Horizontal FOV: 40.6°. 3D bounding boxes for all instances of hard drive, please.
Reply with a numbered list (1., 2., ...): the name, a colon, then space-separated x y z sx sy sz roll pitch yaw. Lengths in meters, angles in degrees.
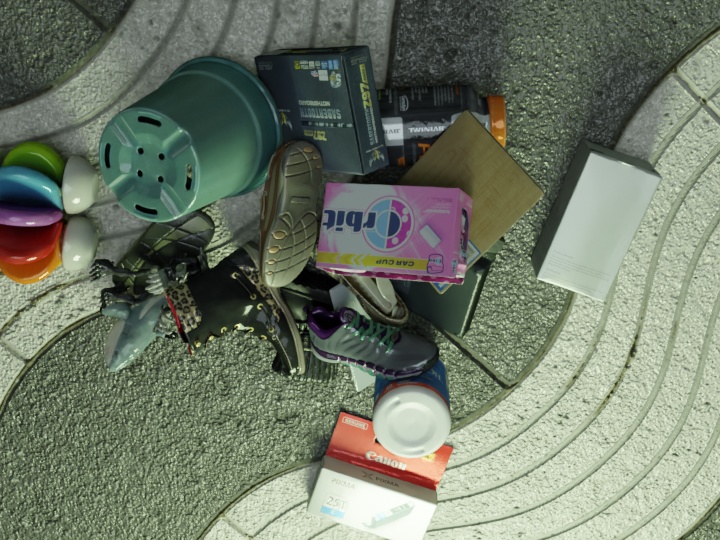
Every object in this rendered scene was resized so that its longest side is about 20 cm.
1. hard drive: 0.079 -0.002 1.384 0.199 0.033 0.140 30 135 18

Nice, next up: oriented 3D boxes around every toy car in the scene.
1. toy car: -0.473 -0.077 1.385 0.173 0.150 0.202 7 111 0

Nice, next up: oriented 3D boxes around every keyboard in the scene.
1. keyboard: -0.003 0.095 1.459 0.056 0.011 0.201 -28 127 -19

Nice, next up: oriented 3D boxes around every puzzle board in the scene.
1. puzzle board: 0.125 -0.089 1.293 0.151 0.017 0.200 48 115 9

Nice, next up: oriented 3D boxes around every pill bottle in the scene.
1. pill bottle: 0.075 0.176 1.426 0.111 0.200 0.113 1 111 2
2. pill bottle: 0.099 -0.200 1.335 0.198 0.106 0.107 -3 110 4

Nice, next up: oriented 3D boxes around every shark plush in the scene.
1. shark plush: -0.296 0.080 1.472 0.198 0.084 0.091 -20 142 -8

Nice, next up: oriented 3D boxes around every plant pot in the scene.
1. plant pot: -0.232 -0.164 1.291 0.198 0.196 0.202 8 115 18

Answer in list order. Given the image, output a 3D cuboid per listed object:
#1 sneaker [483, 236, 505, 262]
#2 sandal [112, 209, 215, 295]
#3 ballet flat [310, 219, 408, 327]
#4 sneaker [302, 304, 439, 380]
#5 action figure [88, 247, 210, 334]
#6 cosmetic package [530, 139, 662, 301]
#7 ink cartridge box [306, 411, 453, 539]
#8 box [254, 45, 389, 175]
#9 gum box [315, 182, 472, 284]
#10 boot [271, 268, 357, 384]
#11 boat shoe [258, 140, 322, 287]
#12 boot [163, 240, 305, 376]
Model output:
1. sneaker: 0.100 -0.041 1.410 0.198 0.076 0.115 25 103 -12
2. sandal: -0.297 -0.037 1.445 0.200 0.058 0.080 -32 115 29
3. ballet flat: 0.000 0.000 1.370 0.200 0.075 0.068 48 67 -9
4. sneaker: 0.010 0.095 1.355 0.198 0.075 0.088 5 137 25
5. action figure: -0.281 0.030 1.394 0.198 0.102 0.120 2 124 7
6. cosmetic package: 0.332 -0.071 1.387 0.112 0.081 0.201 20 109 -5
7. ink cartridge box: 0.031 0.340 1.572 0.198 0.045 0.177 18 111 -4
8. box: -0.055 -0.215 1.302 0.051 0.199 0.159 -25 115 -34
9. gum box: 0.049 -0.049 1.271 0.198 0.066 0.115 4 83 24
10. boot: -0.115 0.076 1.462 0.209 0.080 0.159 20 110 -5
11. boat shoe: -0.102 -0.078 1.318 0.075 0.072 0.202 9 100 -35
12. boot: -0.171 0.077 1.352 0.150 0.073 0.201 -25 104 -19
